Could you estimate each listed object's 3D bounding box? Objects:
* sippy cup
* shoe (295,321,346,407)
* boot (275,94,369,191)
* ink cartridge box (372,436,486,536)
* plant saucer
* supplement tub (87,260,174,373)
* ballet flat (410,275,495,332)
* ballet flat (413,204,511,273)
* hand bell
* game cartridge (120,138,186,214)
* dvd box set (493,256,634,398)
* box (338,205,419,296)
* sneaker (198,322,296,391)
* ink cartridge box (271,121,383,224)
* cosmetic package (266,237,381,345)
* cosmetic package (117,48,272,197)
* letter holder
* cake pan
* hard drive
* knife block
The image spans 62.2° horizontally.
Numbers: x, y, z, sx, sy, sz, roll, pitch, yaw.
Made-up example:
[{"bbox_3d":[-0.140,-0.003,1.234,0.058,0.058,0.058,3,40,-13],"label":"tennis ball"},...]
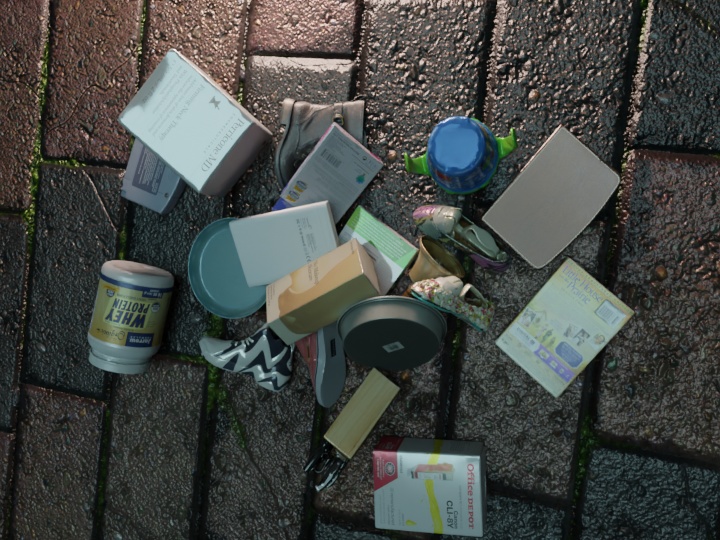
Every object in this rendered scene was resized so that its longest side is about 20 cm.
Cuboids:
[{"bbox_3d":[0.172,-0.206,1.035,0.140,0.130,0.178,46,101,9],"label":"sippy cup"},{"bbox_3d":[-0.083,0.158,1.152,0.090,0.071,0.204,15,113,40],"label":"shoe"},{"bbox_3d":[-0.069,-0.236,1.137,0.171,0.069,0.204,7,100,7],"label":"boot"},{"bbox_3d":[0.127,0.390,1.088,0.196,0.083,0.148,-2,91,15],"label":"ink cartridge box"},{"bbox_3d":[-0.257,-0.005,1.213,0.196,0.027,0.204,0,91,16],"label":"plant saucer"},{"bbox_3d":[-0.469,0.093,1.214,0.142,0.144,0.204,15,96,14],"label":"supplement tub"},{"bbox_3d":[0.164,0.046,1.028,0.065,0.199,0.075,-58,41,6],"label":"ballet flat"},{"bbox_3d":[0.185,-0.069,1.063,0.199,0.071,0.069,34,71,12],"label":"ballet flat"},{"bbox_3d":[0.091,0.045,1.102,0.104,0.104,0.201,44,115,10],"label":"hand bell"},{"bbox_3d":[-0.417,-0.228,1.247,0.131,0.041,0.203,23,98,17],"label":"game cartridge"},{"bbox_3d":[0.353,0.099,1.045,0.146,0.029,0.201,40,102,11],"label":"dvd box set"},{"bbox_3d":[0.000,0.000,1.139,0.144,0.036,0.201,38,102,11],"label":"box"},{"bbox_3d":[-0.215,0.140,1.179,0.197,0.079,0.132,24,96,13],"label":"sneaker"},{"bbox_3d":[-0.064,-0.160,1.119,0.119,0.042,0.201,35,106,-16],"label":"ink cartridge box"},{"bbox_3d":[-0.069,0.038,1.067,0.198,0.071,0.106,-29,39,12],"label":"cosmetic package"},{"bbox_3d":[-0.302,-0.268,1.125,0.199,0.166,0.168,40,95,0],"label":"cosmetic package"},{"bbox_3d":[0.321,-0.116,1.014,0.142,0.100,0.201,42,101,8],"label":"letter holder"},{"bbox_3d":[0.055,0.118,1.053,0.197,0.201,0.037,-10,50,15],"label":"cake pan"},{"bbox_3d":[-0.138,-0.048,1.126,0.196,0.027,0.134,-10,108,15],"label":"hard drive"},{"bbox_3d":[-0.023,0.294,1.070,0.064,0.175,0.202,35,121,11],"label":"knife block"}]
